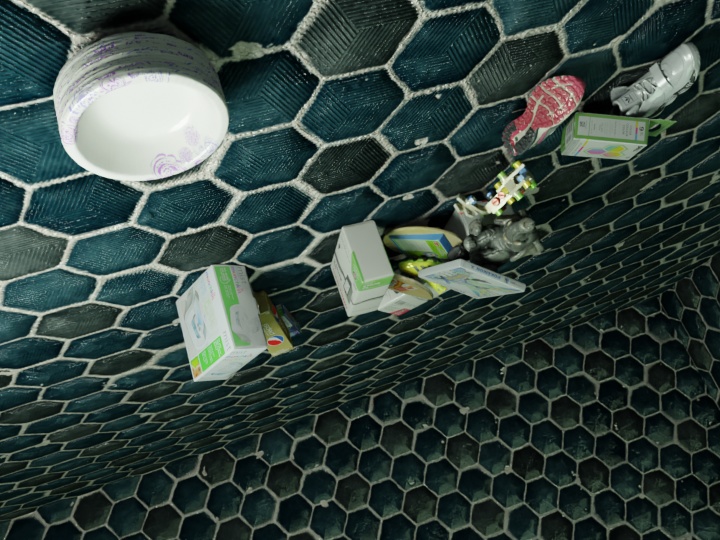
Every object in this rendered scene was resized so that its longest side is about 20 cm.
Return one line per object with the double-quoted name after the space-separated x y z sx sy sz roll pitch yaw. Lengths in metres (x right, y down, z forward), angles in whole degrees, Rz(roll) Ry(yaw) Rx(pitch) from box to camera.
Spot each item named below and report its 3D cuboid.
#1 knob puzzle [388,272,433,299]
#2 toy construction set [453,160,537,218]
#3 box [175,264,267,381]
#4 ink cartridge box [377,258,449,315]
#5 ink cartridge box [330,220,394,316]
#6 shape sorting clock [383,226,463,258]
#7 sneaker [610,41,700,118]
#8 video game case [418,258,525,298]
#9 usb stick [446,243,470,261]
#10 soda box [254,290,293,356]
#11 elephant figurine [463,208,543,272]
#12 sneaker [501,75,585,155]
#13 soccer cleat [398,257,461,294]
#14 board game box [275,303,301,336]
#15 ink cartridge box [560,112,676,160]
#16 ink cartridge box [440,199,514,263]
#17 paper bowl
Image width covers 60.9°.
0.103 0.026 1.576 0.217 0.031 0.220 19 169 4 "knob puzzle"
0.315 -0.173 1.395 0.199 0.093 0.131 -28 -177 36 "toy construction set"
-0.310 0.118 1.362 0.096 0.202 0.176 3 149 -45 "box"
0.149 0.044 1.763 0.199 0.085 0.144 -29 157 23 "ink cartridge box"
0.000 0.000 1.440 0.083 0.147 0.201 -13 157 -17 "ink cartridge box"
0.154 -0.070 1.489 0.197 0.040 0.200 10 165 3 "shape sorting clock"
0.575 -0.361 1.213 0.113 0.076 0.200 -19 162 -13 "sneaker"
0.258 0.024 1.444 0.180 0.022 0.200 20 166 -19 "video game case"
0.283 -0.045 1.498 0.198 0.033 0.055 -5 151 -47 "usb stick"
-0.238 0.141 1.592 0.063 0.068 0.201 -21 142 -1 "soda box"
0.345 -0.073 1.375 0.199 0.156 0.141 -26 120 41 "elephant figurine"
0.350 -0.300 1.164 0.074 0.081 0.200 -25 171 -32 "sneaker"
0.188 0.015 1.549 0.197 0.085 0.065 10 179 -19 "soccer cleat"
-0.254 0.161 1.736 0.134 0.035 0.200 -22 158 -1 "board game box"
0.526 -0.273 1.260 0.197 0.060 0.104 6 174 5 "ink cartridge box"
0.292 -0.093 1.572 0.143 0.084 0.201 -13 157 -18 "ink cartridge box"
-0.271 -0.210 0.760 0.198 0.105 0.201 -18 158 -8 "paper bowl"
